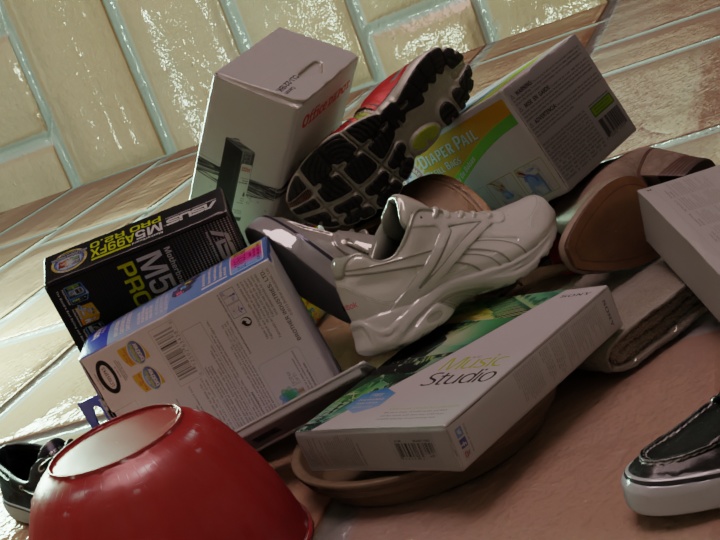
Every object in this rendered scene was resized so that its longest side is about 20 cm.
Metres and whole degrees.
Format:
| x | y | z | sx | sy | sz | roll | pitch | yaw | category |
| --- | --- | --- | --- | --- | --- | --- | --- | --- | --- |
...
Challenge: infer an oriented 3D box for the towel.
| x | y | z | sx | sy | sz | roll | pitch | yaw | category |
| --- | --- | --- | --- | --- | --- | --- | --- | --- | --- |
| 0.208 | 0.023 | 1.021 | 0.199 | 0.035 | 0.132 | -31 | 15 | -30 | towel |

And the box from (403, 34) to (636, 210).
| x | y | z | sx | sy | sz | roll | pitch | yaw | category |
| --- | --- | --- | --- | --- | --- | --- | --- | --- | --- |
| 0.126 | -0.108 | 1.183 | 0.112 | 0.102 | 0.200 | -39 | 7 | -33 | box |

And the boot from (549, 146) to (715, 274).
| x | y | z | sx | sy | sz | roll | pitch | yaw | category |
| --- | --- | --- | --- | --- | --- | --- | --- | --- | --- |
| 0.195 | -0.046 | 1.097 | 0.199 | 0.071 | 0.146 | -26 | 12 | -31 | boot |

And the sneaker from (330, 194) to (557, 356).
| x | y | z | sx | sy | sz | roll | pitch | yaw | category |
| --- | --- | --- | --- | --- | --- | --- | --- | --- | --- |
| 0.064 | -0.021 | 0.993 | 0.199 | 0.100 | 0.078 | -31 | 9 | -28 | sneaker |

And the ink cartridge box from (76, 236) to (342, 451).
| x | y | z | sx | sy | sz | roll | pitch | yaw | category |
| --- | --- | --- | --- | --- | --- | --- | --- | --- | --- |
| -0.128 | 0.084 | 1.046 | 0.199 | 0.137 | 0.076 | -29 | 14 | 1 | ink cartridge box |

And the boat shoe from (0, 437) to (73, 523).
| x | y | z | sx | sy | sz | roll | pitch | yaw | category |
| --- | --- | --- | --- | --- | --- | --- | --- | --- | --- |
| -0.242 | 0.167 | 1.078 | 0.070 | 0.067 | 0.199 | -31 | 16 | -33 | boat shoe |

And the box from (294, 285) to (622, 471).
| x | y | z | sx | sy | sz | roll | pitch | yaw | category |
| --- | --- | --- | --- | --- | --- | --- | --- | --- | --- |
| 0.069 | 0.073 | 0.911 | 0.144 | 0.037 | 0.200 | -9 | 17 | 46 | box |

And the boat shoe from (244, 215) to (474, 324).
| x | y | z | sx | sy | sz | roll | pitch | yaw | category |
| --- | --- | --- | --- | --- | --- | --- | --- | --- | --- |
| 0.000 | 0.000 | 1.073 | 0.199 | 0.072 | 0.066 | 27 | 64 | 23 | boat shoe |

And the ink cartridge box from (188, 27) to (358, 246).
| x | y | z | sx | sy | sz | roll | pitch | yaw | category |
| --- | --- | --- | --- | --- | --- | --- | --- | --- | --- |
| -0.082 | -0.094 | 1.167 | 0.083 | 0.201 | 0.144 | 23 | 31 | 10 | ink cartridge box |

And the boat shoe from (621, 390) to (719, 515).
| x | y | z | sx | sy | sz | roll | pitch | yaw | category |
| --- | --- | --- | --- | --- | --- | --- | --- | --- | --- |
| 0.230 | 0.070 | 0.734 | 0.198 | 0.068 | 0.074 | -22 | 13 | -1 | boat shoe |

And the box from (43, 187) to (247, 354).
| x | y | z | sx | sy | sz | roll | pitch | yaw | category |
| --- | --- | --- | --- | --- | --- | --- | --- | --- | --- |
| -0.152 | 0.048 | 1.112 | 0.159 | 0.201 | 0.044 | -21 | 34 | 0 | box |

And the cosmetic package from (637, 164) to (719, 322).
| x | y | z | sx | sy | sz | roll | pitch | yaw | category |
| --- | --- | --- | --- | --- | --- | --- | --- | --- | --- |
| 0.269 | -0.011 | 0.929 | 0.082 | 0.051 | 0.200 | -16 | 27 | -3 | cosmetic package |

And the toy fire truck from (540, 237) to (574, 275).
| x | y | z | sx | sy | sz | roll | pitch | yaw | category |
| --- | --- | --- | --- | --- | --- | --- | --- | --- | --- |
| 0.132 | -0.015 | 1.243 | 0.141 | 0.049 | 0.200 | -31 | 19 | -28 | toy fire truck |

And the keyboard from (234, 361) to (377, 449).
| x | y | z | sx | sy | sz | roll | pitch | yaw | category |
| --- | --- | --- | --- | --- | --- | --- | --- | --- | --- |
| -0.073 | 0.120 | 0.985 | 0.199 | 0.011 | 0.056 | -29 | -17 | 10 | keyboard |

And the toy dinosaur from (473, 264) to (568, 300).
| x | y | z | sx | sy | sz | roll | pitch | yaw | category |
| --- | --- | --- | --- | --- | --- | --- | --- | --- | --- |
| 0.118 | 0.020 | 1.115 | 0.199 | 0.059 | 0.101 | -24 | 13 | -9 | toy dinosaur |

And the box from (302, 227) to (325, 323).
| x | y | z | sx | sy | sz | roll | pitch | yaw | category |
| --- | --- | --- | --- | --- | --- | --- | --- | --- | --- |
| -0.153 | 0.030 | 1.352 | 0.199 | 0.123 | 0.193 | -15 | 16 | 25 | box |

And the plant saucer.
| x | y | z | sx | sy | sz | roll | pitch | yaw | category |
| --- | --- | --- | --- | --- | --- | --- | --- | --- | --- |
| 0.047 | 0.111 | 0.939 | 0.199 | 0.030 | 0.200 | -20 | 14 | 5 | plant saucer |

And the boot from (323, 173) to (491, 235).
| x | y | z | sx | sy | sz | roll | pitch | yaw | category |
| --- | --- | --- | --- | --- | --- | --- | --- | --- | --- |
| 0.054 | -0.012 | 1.169 | 0.199 | 0.155 | 0.074 | 25 | 59 | 39 | boot |

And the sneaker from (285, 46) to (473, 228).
| x | y | z | sx | sy | sz | roll | pitch | yaw | category |
| --- | --- | --- | --- | --- | --- | --- | --- | --- | --- |
| 0.014 | -0.110 | 1.130 | 0.200 | 0.077 | 0.085 | -42 | 17 | -12 | sneaker |

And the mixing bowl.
| x | y | z | sx | sy | sz | roll | pitch | yaw | category |
| --- | --- | --- | --- | --- | --- | --- | --- | --- | --- |
| -0.142 | 0.159 | 0.878 | 0.199 | 0.109 | 0.200 | -21 | 14 | 5 | mixing bowl |
